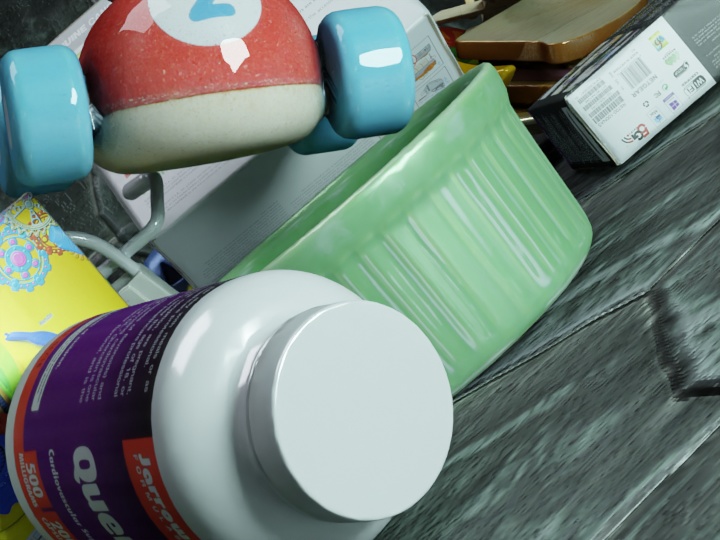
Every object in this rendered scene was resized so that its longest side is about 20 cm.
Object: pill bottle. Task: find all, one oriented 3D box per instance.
[{"bbox_3d":[-0.054,0.062,0.684,0.112,0.113,0.200,-44,16,-31],"label":"pill bottle"}]

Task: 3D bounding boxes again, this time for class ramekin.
[{"bbox_3d":[0.015,0.002,0.833,0.200,0.098,0.200,-40,6,5],"label":"ramekin"}]

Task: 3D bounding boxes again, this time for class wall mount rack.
[{"bbox_3d":[-0.131,0.042,0.949,0.173,0.200,0.075,-37,36,17],"label":"wall mount rack"}]

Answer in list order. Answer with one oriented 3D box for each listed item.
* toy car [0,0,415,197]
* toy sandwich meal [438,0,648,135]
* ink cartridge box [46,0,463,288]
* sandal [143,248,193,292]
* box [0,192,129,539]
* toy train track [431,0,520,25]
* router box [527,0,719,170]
[{"bbox_3d":[-0.092,-0.148,0.834,0.183,0.201,0.177,-10,2,-15],"label":"toy car"},{"bbox_3d":[0.101,-0.152,1.193,0.204,0.071,0.205,-4,26,2],"label":"toy sandwich meal"},{"bbox_3d":[-0.069,-0.115,1.030,0.200,0.176,0.084,-39,-34,0],"label":"ink cartridge box"},{"bbox_3d":[-0.085,-0.040,1.089,0.200,0.087,0.079,-42,4,-15],"label":"sandal"},{"bbox_3d":[-0.176,0.109,0.796,0.200,0.193,0.122,-44,7,-36],"label":"box"},{"bbox_3d":[0.095,-0.206,1.222,0.114,0.033,0.200,-14,0,2],"label":"toy train track"},{"bbox_3d":[0.191,-0.139,0.980,0.200,0.051,0.149,-41,4,0],"label":"router box"}]
